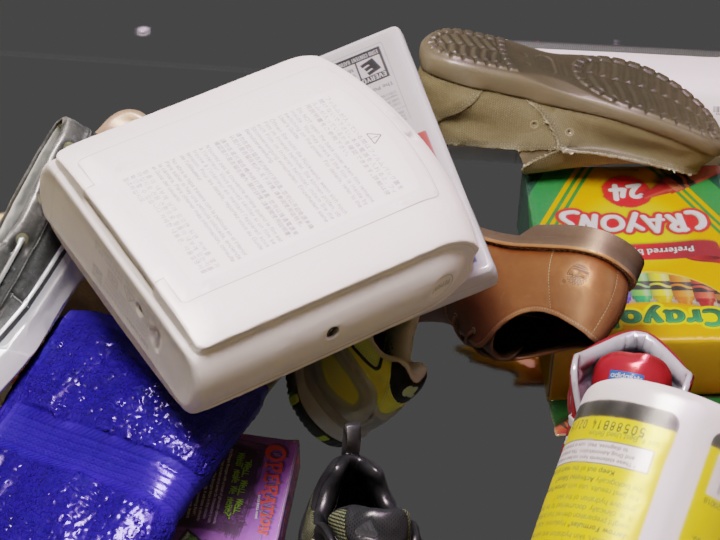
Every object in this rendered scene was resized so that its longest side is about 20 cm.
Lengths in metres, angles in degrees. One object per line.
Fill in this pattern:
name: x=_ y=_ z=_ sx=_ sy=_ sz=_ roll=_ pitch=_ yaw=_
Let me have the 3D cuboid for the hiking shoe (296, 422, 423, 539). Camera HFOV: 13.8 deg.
hiking shoe: x=-0.001 y=0.174 z=1.538 sx=0.075 sy=0.101 sz=0.201 roll=-6 pitch=41 yaw=-10

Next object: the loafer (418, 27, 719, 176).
loafer: x=0.125 y=-0.094 z=1.824 sx=0.199 sy=0.068 sz=0.076 roll=16 pitch=29 yaw=-6

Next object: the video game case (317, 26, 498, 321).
video game case: x=-0.042 y=-0.030 z=1.676 sx=0.199 sy=0.023 sz=0.183 roll=-22 pitch=56 yaw=2

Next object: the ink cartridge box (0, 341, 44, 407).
ink cartridge box: x=-0.201 y=0.091 z=1.667 sx=0.161 sy=0.050 sz=0.200 roll=-8 pitch=38 yaw=-12

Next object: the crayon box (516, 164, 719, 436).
crayon box: x=0.167 y=0.016 z=1.777 sx=0.126 sy=0.051 sz=0.201 roll=-1 pitch=40 yaw=-5

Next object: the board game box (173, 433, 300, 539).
board game box: x=-0.107 y=0.168 z=1.575 sx=0.119 sy=0.032 sz=0.201 roll=5 pitch=49 yaw=9

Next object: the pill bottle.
pill bottle: x=0.133 y=0.166 z=1.500 sx=0.111 sy=0.111 sz=0.201 roll=17 pitch=72 yaw=16

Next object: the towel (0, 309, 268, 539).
towel: x=-0.156 y=0.112 z=1.566 sx=0.147 sy=0.050 sz=0.201 roll=12 pitch=57 yaw=34

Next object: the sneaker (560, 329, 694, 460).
sneaker: x=0.135 y=0.119 z=1.601 sx=0.071 sy=0.113 sz=0.201 roll=9 pitch=42 yaw=3

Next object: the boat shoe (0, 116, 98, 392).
boat shoe: x=-0.199 y=0.005 z=1.629 sx=0.071 sy=0.072 sz=0.201 roll=38 pitch=73 yaw=-15

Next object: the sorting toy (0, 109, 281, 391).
sorting toy: x=-0.113 y=0.002 z=1.745 sx=0.184 sy=0.037 sz=0.200 roll=31 pitch=37 yaw=5

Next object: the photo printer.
photo printer: x=-0.048 y=-0.027 z=1.589 sx=0.199 sy=0.070 sz=0.167 roll=-24 pitch=59 yaw=-27

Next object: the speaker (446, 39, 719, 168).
speaker: x=0.152 y=-0.105 z=1.898 sx=0.198 sy=0.082 sz=0.081 roll=3 pitch=40 yaw=1

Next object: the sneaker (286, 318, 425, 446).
sneaker: x=0.000 y=0.000 z=1.709 sx=0.076 sy=0.075 sz=0.201 roll=-22 pitch=62 yaw=30

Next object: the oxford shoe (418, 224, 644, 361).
oxford shoe: x=0.070 y=0.018 z=1.718 sx=0.199 sy=0.071 sz=0.072 roll=-4 pitch=57 yaw=46
